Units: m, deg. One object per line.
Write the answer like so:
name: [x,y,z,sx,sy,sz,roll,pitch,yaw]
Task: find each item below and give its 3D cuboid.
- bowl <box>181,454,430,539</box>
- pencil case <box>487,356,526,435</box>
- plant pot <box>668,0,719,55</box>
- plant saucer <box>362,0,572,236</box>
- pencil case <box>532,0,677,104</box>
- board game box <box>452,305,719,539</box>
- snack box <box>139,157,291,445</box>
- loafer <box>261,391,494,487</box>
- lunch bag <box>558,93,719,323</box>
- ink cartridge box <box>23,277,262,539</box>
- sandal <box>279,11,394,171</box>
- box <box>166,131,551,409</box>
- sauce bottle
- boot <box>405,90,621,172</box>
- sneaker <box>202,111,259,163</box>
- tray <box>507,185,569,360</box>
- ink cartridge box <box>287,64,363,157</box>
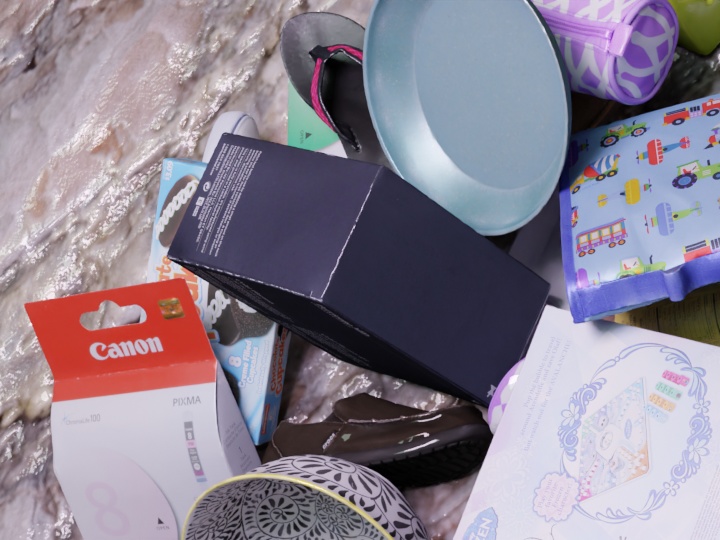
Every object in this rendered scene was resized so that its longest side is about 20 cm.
bowl: [-0.019,0.199,1.506,0.199,0.202,0.094,-3,30,32]
pencil case: [0.170,0.135,1.431,0.200,0.083,0.086,42,129,32]
plant pot: [0.206,-0.308,1.550,0.199,0.181,0.201,36,92,38]
plant saucer: [0.081,-0.126,1.478,0.199,0.036,0.202,25,125,42]
pencil case: [0.128,-0.179,1.513,0.199,0.085,0.085,20,86,36]
board game box: [0.170,0.138,1.338,0.198,0.043,0.201,14,75,36]
snack box: [-0.109,0.023,1.633,0.115,0.037,0.202,12,98,21]
loafer: [0.006,0.120,1.561,0.198,0.073,0.072,-13,65,28]
lunch bag: [0.209,-0.034,1.402,0.149,0.095,0.200,-15,20,14]
ink cartridge box: [-0.170,0.115,1.618,0.161,0.201,0.057,-9,26,30]
sandal: [-0.002,-0.130,1.640,0.075,0.045,0.201,-31,63,2]
box: [0.000,0.000,1.520,0.181,0.199,0.105,17,78,48]
sauce bottle: [0.257,0.033,1.444,0.198,0.065,0.065,-14,63,26]
boot: [0.117,-0.115,1.567,0.199,0.076,0.074,-37,27,2]
sneaker: [-0.086,-0.030,1.698,0.070,0.073,0.202,-4,76,22]
tray: [0.154,0.002,1.550,0.107,0.022,0.201,23,83,37]
ink cartridge box: [0.034,-0.114,1.663,0.199,0.050,0.162,-14,63,30]
